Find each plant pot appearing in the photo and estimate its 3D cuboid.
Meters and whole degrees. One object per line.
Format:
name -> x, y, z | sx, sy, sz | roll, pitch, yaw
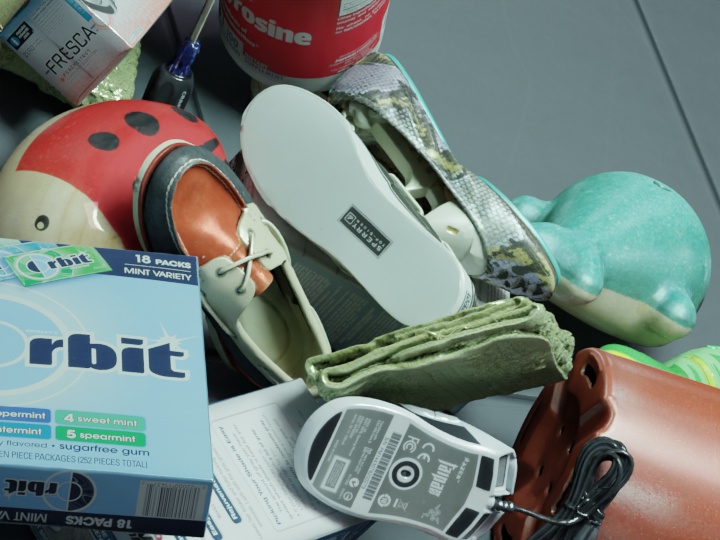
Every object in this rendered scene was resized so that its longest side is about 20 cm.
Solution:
plant pot -> 0.201, 0.151, 1.756 | 0.195, 0.201, 0.201 | 23, 41, -14

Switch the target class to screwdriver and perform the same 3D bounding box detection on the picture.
screwdriver -> -0.096, -0.155, 1.748 | 0.029, 0.200, 0.028 | 13, 37, -28

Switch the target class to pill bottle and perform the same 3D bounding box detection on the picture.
pill bottle -> -0.031, -0.208, 1.784 | 0.112, 0.200, 0.112 | 2, 62, -4

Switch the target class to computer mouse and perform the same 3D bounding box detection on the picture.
computer mouse -> 0.052, 0.119, 1.628 | 0.200, 0.110, 0.044 | 22, 13, -19

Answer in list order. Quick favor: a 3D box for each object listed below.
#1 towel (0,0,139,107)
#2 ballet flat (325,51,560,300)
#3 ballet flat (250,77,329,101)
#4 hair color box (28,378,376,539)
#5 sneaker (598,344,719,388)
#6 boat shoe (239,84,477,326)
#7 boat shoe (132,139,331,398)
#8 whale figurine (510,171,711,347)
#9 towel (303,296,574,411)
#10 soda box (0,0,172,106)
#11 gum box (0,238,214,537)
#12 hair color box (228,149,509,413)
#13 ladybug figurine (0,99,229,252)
towel -> -0.204, -0.189, 1.801 | 0.148, 0.036, 0.200 | 25, 40, -27
ballet flat -> 0.044, -0.048, 1.802 | 0.200, 0.072, 0.072 | 52, 37, 11
ballet flat -> 0.008, -0.075, 1.882 | 0.200, 0.062, 0.067 | 44, 37, -2
hair color box -> -0.089, 0.135, 1.593 | 0.200, 0.061, 0.100 | -14, 65, -49
sneaker -> 0.219, 0.090, 1.921 | 0.200, 0.074, 0.084 | 25, 43, -38
boat shoe -> -0.001, -0.031, 1.739 | 0.200, 0.071, 0.064 | 50, 4, 21
boat shoe -> -0.072, 0.002, 1.651 | 0.071, 0.200, 0.063 | -44, 46, -19
whale figurine -> 0.168, -0.016, 1.898 | 0.159, 0.104, 0.200 | 35, 11, 23
towel -> 0.051, 0.058, 1.676 | 0.200, 0.148, 0.037 | 38, 36, -78
soda box -> -0.149, -0.186, 1.757 | 0.068, 0.064, 0.200 | 42, 34, -9
gum box -> -0.169, 0.059, 1.524 | 0.170, 0.045, 0.200 | 5, 35, -10
hair color box -> 0.000, 0.000, 1.806 | 0.200, 0.061, 0.099 | 29, 39, -21
ladybug figurine -> -0.141, -0.041, 1.686 | 0.136, 0.072, 0.200 | 53, 41, -8
